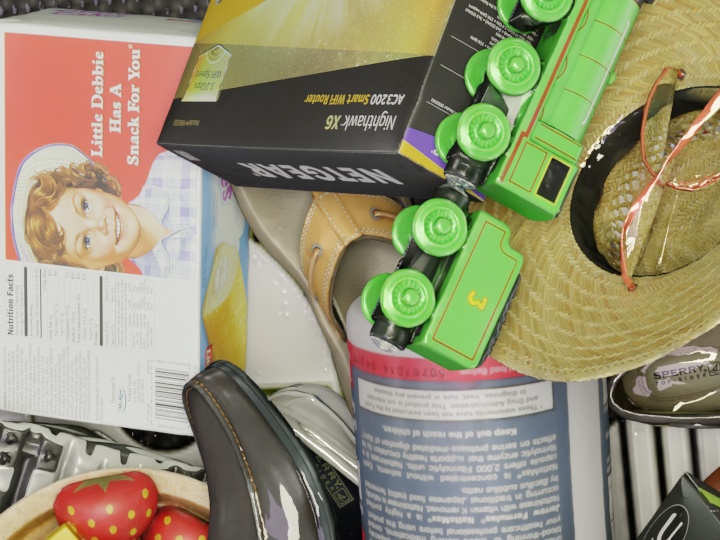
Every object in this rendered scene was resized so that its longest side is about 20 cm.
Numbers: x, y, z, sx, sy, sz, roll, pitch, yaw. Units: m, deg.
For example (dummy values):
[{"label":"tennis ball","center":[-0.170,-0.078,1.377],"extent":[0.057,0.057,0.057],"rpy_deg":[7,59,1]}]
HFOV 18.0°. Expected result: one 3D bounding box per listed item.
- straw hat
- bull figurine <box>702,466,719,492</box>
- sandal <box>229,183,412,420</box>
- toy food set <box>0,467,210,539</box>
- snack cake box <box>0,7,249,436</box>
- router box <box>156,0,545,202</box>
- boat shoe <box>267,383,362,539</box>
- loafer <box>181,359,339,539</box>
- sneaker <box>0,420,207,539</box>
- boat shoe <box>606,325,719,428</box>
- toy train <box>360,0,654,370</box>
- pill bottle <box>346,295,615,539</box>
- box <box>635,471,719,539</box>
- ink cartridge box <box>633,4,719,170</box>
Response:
[{"label":"straw hat","center":[0.134,-0.027,0.911],"extent":[0.200,0.085,0.202],"rpy_deg":[-26,49,34]},{"label":"bull figurine","center":[0.167,0.139,1.041],"extent":[0.065,0.121,0.201],"rpy_deg":[34,93,12]},{"label":"sandal","center":[0.000,0.000,1.102],"extent":[0.080,0.054,0.201],"rpy_deg":[-25,96,-6]},{"label":"toy food set","center":[-0.115,0.198,1.119],"extent":[0.198,0.049,0.200],"rpy_deg":[-40,103,-4]},{"label":"snack cake box","center":[-0.120,-0.026,1.144],"extent":[0.114,0.067,0.202],"rpy_deg":[7,104,19]},{"label":"router box","center":[0.004,-0.115,1.000],"extent":[0.199,0.052,0.158],"rpy_deg":[5,73,55]},{"label":"boat shoe","center":[0.008,0.149,1.141],"extent":[0.074,0.065,0.200],"rpy_deg":[-43,86,22]},{"label":"loafer","center":[-0.047,0.142,1.072],"extent":[0.072,0.073,0.201],"rpy_deg":[-21,83,-22]},{"label":"sneaker","center":[-0.122,0.119,1.180],"extent":[0.199,0.090,0.067],"rpy_deg":[19,93,-12]},{"label":"boat shoe","center":[0.206,0.037,1.048],"extent":[0.199,0.065,0.074],"rpy_deg":[-21,95,22]},{"label":"toy train","center":[0.062,-0.053,0.891],"extent":[0.056,0.042,0.201],"rpy_deg":[27,80,-12]},{"label":"pill bottle","center":[0.058,0.109,1.057],"extent":[0.119,0.120,0.202],"rpy_deg":[0,102,19]},{"label":"box","center":[0.150,0.217,0.942],"extent":[0.148,0.124,0.201],"rpy_deg":[30,101,-20]},{"label":"ink cartridge box","center":[0.165,-0.126,0.993],"extent":[0.128,0.125,0.201],"rpy_deg":[25,109,12]}]
